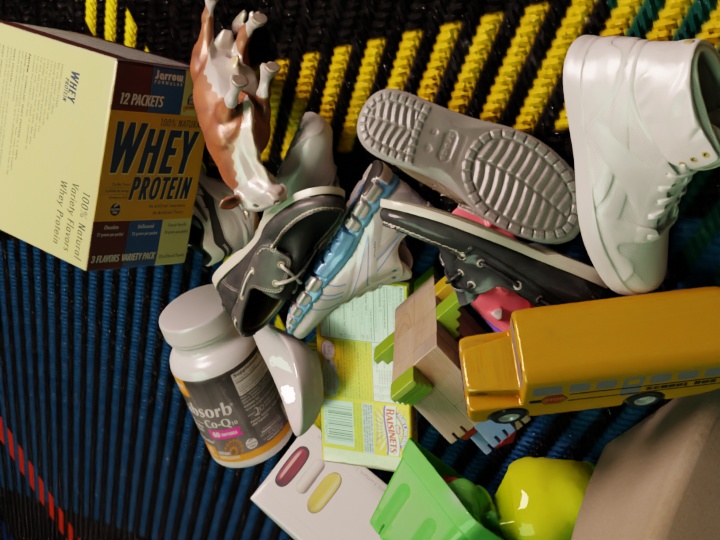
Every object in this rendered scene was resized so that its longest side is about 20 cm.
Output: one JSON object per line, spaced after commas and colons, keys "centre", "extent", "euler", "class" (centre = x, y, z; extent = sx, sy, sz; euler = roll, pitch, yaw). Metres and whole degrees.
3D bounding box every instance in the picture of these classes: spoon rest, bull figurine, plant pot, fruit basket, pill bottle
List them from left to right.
{"centre": [-0.161, 0.126, 1.252], "extent": [0.115, 0.116, 0.202], "euler": [7, 129, 42], "class": "pill bottle"}
{"centre": [-0.109, -0.149, 0.927], "extent": [0.202, 0.064, 0.122], "euler": [66, 148, 34], "class": "bull figurine"}
{"centre": [-0.078, 0.079, 1.071], "extent": [0.202, 0.059, 0.100], "euler": [-105, 14, -46], "class": "spoon rest"}
{"centre": [0.141, 0.238, 1.028], "extent": [0.156, 0.213, 0.218], "euler": [46, 154, 50], "class": "fruit basket"}
{"centre": [0.279, 0.236, 0.843], "extent": [0.200, 0.177, 0.201], "euler": [43, 143, 6], "class": "plant pot"}

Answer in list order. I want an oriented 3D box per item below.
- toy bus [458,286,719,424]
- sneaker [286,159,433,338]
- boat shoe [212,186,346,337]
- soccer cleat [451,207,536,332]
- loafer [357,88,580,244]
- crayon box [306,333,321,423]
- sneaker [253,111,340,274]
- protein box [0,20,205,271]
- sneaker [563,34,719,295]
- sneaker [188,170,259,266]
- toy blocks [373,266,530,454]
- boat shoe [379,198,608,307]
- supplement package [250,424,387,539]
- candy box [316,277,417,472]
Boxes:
{"centre": [0.175, 0.065, 0.791], "extent": [0.196, 0.066, 0.079], "euler": [-7, 153, 2], "class": "toy bus"}
{"centre": [0.000, 0.000, 0.969], "extent": [0.086, 0.075, 0.201], "euler": [28, 123, -12], "class": "sneaker"}
{"centre": [-0.068, -0.008, 0.965], "extent": [0.200, 0.071, 0.069], "euler": [-43, 56, 43], "class": "boat shoe"}
{"centre": [0.134, 0.035, 0.909], "extent": [0.201, 0.066, 0.076], "euler": [54, 172, 2], "class": "soccer cleat"}
{"centre": [0.093, -0.086, 0.844], "extent": [0.198, 0.076, 0.070], "euler": [31, -174, 11], "class": "loafer"}
{"centre": [-0.013, 0.122, 1.149], "extent": [0.126, 0.052, 0.200], "euler": [47, 145, 2], "class": "crayon box"}
{"centre": [-0.047, -0.069, 1.006], "extent": [0.079, 0.077, 0.201], "euler": [24, 142, 2], "class": "sneaker"}
{"centre": [-0.274, -0.128, 1.053], "extent": [0.198, 0.134, 0.202], "euler": [21, 106, 33], "class": "protein box"}
{"centre": [0.212, -0.063, 0.724], "extent": [0.114, 0.073, 0.203], "euler": [11, 129, 44], "class": "sneaker"}
{"centre": [-0.204, -0.078, 1.134], "extent": [0.198, 0.088, 0.076], "euler": [31, 143, 24], "class": "sneaker"}
{"centre": [0.092, 0.095, 0.918], "extent": [0.100, 0.201, 0.137], "euler": [-40, 104, 16], "class": "toy blocks"}
{"centre": [0.101, 0.000, 0.835], "extent": [0.196, 0.067, 0.075], "euler": [19, -174, -13], "class": "boat shoe"}
{"centre": [-0.011, 0.295, 1.215], "extent": [0.199, 0.111, 0.156], "euler": [36, 166, 15], "class": "supplement package"}
{"centre": [0.006, 0.102, 1.046], "extent": [0.100, 0.026, 0.204], "euler": [4, 108, 18], "class": "candy box"}
